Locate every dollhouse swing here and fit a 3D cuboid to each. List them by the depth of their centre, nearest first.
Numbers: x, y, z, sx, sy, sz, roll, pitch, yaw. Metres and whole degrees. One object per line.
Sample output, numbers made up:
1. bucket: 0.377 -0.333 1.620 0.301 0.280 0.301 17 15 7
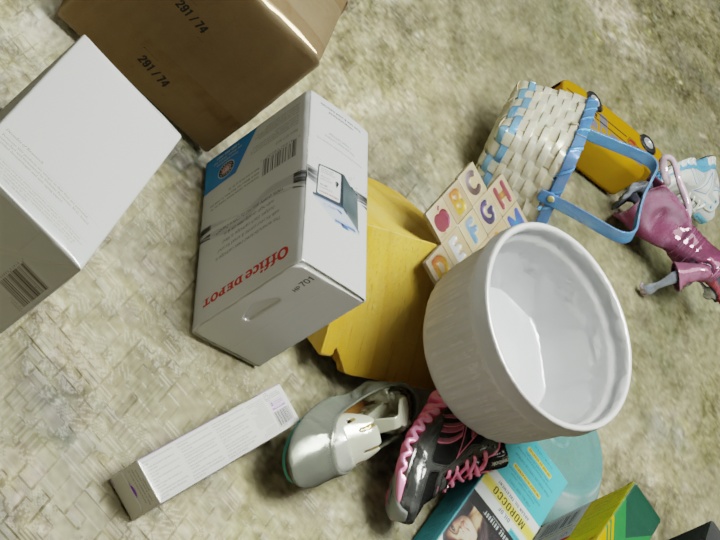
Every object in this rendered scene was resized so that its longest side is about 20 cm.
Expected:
1. dollhouse swing: 0.000 0.000 1.601 0.199 0.175 0.183 14 94 -44

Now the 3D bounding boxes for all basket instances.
1. basket: 0.244 -0.124 1.879 0.199 0.140 0.177 24 38 6

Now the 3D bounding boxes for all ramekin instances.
1. ramekin: 0.148 0.066 1.493 0.199 0.105 0.201 22 57 -37

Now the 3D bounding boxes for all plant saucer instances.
1. plant saucer: 0.196 0.174 1.700 0.199 0.036 0.201 29 44 -33

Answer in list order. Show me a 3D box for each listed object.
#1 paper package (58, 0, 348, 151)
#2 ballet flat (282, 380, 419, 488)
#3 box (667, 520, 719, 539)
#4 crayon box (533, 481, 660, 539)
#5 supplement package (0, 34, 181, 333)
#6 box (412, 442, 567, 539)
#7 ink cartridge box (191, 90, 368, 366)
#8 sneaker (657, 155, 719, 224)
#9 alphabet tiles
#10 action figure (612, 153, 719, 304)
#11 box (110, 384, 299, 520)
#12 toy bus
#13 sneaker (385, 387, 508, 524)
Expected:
1. paper package: -0.145 -0.241 1.476 0.200 0.190 0.104 41 42 -20
2. ballet flat: -0.002 0.140 1.439 0.200 0.063 0.068 -29 111 -63
3. box: 0.273 0.355 1.509 0.124 0.200 0.149 49 35 -10
4. crayon box: 0.196 0.290 1.533 0.051 0.127 0.200 55 36 -2
5. supplement package: -0.252 -0.071 1.277 0.120 0.121 0.200 46 37 -15
6. box: 0.122 0.236 1.536 0.082 0.049 0.200 52 41 -7
7. ink cartridge box: -0.071 -0.038 1.447 0.086 0.146 0.201 31 43 -35
8. sneaker: 0.447 -0.104 2.187 0.199 0.075 0.087 -12 79 -53
9. alphabet tiles: 0.132 0.002 1.590 0.166 0.006 0.201 -47 114 -42
10. action figure: 0.413 -0.038 2.039 0.200 0.149 0.134 44 29 5
11. box: -0.125 0.147 1.333 0.042 0.039 0.200 59 35 3
12. toy bus: 0.303 -0.164 2.062 0.200 0.065 0.079 33 42 -30
13. sneaker: 0.091 0.168 1.508 0.095 0.079 0.200 27 45 9
